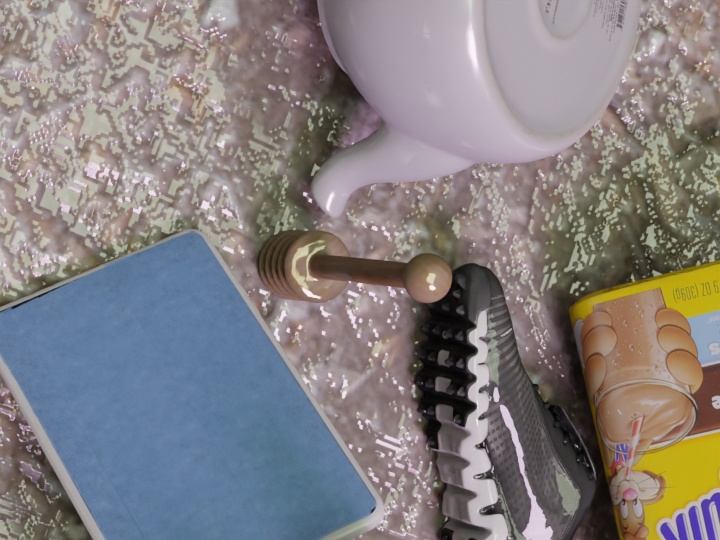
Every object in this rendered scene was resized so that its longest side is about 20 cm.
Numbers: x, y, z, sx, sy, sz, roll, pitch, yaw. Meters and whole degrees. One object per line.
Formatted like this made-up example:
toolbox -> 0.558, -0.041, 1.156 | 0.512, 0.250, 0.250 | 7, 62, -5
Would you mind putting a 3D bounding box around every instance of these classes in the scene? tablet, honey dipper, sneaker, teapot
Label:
tablet -> -0.090, 0.071, 1.031 | 0.130, 0.014, 0.200 | -23, 57, -19
honey dipper -> 0.000, 0.000, 1.034 | 0.038, 0.200, 0.038 | -1, 92, -22
sneaker -> 0.083, 0.092, 1.145 | 0.090, 0.066, 0.202 | -9, 98, -24
teapot -> 0.045, -0.155, 1.085 | 0.200, 0.145, 0.198 | -49, 135, -35

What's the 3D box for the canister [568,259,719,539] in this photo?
canister -> 0.199, 0.100, 1.129 | 0.148, 0.087, 0.201 | -15, 78, 14
